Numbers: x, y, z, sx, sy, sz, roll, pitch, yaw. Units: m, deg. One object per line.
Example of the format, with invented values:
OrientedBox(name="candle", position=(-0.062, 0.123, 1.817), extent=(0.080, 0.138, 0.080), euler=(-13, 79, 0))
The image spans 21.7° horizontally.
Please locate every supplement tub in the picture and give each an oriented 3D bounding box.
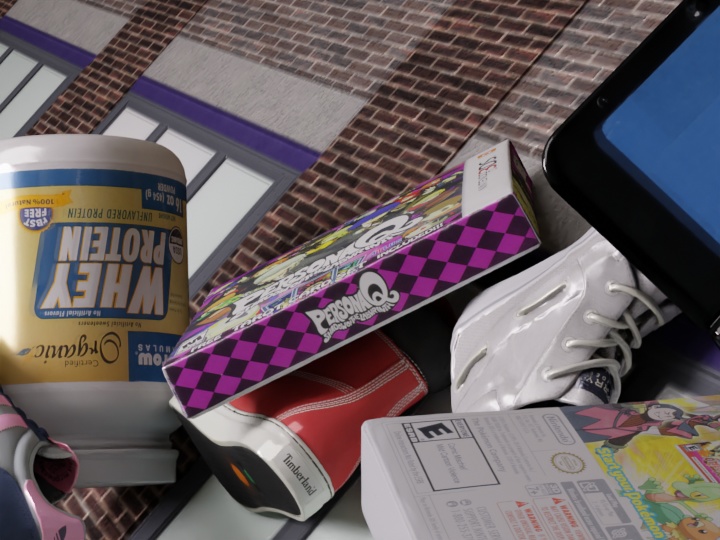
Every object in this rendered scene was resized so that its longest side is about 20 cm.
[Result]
OrientedBox(name="supplement tub", position=(-0.173, 0.029, 1.131), extent=(0.144, 0.144, 0.202), euler=(-12, 78, 51))

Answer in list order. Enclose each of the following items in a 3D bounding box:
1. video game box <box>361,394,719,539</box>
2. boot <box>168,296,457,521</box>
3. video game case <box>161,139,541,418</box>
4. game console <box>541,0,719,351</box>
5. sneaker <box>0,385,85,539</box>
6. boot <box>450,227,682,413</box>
OrientedBox(name="video game box", position=(0.106, 0.106, 0.643), extent=(0.180, 0.047, 0.200), euler=(-5, 24, -10))
OrientedBox(name="boot", position=(-0.020, 0.062, 1.030), extent=(0.144, 0.073, 0.200), euler=(-40, 16, -18))
OrientedBox(name="video game case", position=(0.000, 0.000, 1.002), extent=(0.199, 0.036, 0.181), euler=(-27, 9, 9))
OrientedBox(name="game console", position=(0.205, -0.060, 0.763), extent=(0.200, 0.117, 0.176), euler=(-45, 24, -9))
OrientedBox(name="sneaker", position=(-0.193, 0.099, 1.002), extent=(0.081, 0.071, 0.201), euler=(-4, 34, -14))
OrientedBox(name="boot", position=(0.117, 0.028, 0.859), extent=(0.200, 0.073, 0.096), euler=(-38, 30, 38))
